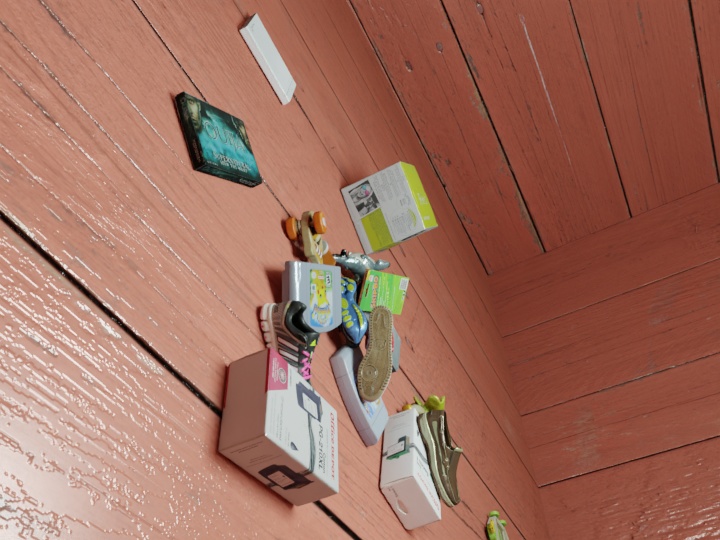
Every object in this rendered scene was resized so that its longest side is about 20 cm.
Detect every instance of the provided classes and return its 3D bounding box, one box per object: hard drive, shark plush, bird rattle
[{"bbox_3d":[-0.228,-0.530,1.587,0.202,0.026,0.133,58,20,-29],"label":"hard drive"},{"bbox_3d":[0.000,0.000,1.533,0.199,0.089,0.085,35,57,-51],"label":"shark plush"},{"bbox_3d":[0.151,0.410,1.574,0.162,0.111,0.204,27,56,-48],"label":"bird rattle"},{"bbox_3d":[0.044,0.141,1.607,0.202,0.032,0.140,61,19,-23],"label":"hard drive"}]

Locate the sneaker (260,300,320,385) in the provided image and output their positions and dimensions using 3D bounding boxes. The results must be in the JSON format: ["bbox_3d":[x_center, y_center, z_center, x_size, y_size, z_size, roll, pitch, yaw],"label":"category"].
[{"bbox_3d":[-0.104,0.141,1.072,0.074,0.086,0.204,11,59,-69],"label":"sneaker"}]

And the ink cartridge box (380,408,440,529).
[{"bbox_3d":[0.112,0.432,1.385,0.148,0.083,0.201,60,19,-25],"label":"ink cartridge box"}]

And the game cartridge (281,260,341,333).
[{"bbox_3d":[-0.090,0.054,1.235,0.199,0.040,0.137,5,86,-66],"label":"game cartridge"}]

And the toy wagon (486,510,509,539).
[{"bbox_3d":[0.421,0.820,1.933,0.201,0.039,0.157,54,22,-37],"label":"toy wagon"}]

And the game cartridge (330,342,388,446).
[{"bbox_3d":[0.000,0.258,1.337,0.133,0.041,0.204,-42,110,-76],"label":"game cartridge"}]

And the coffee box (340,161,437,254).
[{"bbox_3d":[0.090,-0.180,1.845,0.204,0.195,0.199,68,18,1],"label":"coffee box"}]

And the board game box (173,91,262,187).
[{"bbox_3d":[-0.255,-0.233,1.156,0.199,0.028,0.138,4,66,-71],"label":"board game box"}]

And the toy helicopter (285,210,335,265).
[{"bbox_3d":[-0.094,-0.026,1.362,0.132,0.077,0.205,2,78,-81],"label":"toy helicopter"}]

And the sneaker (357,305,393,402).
[{"bbox_3d":[0.035,0.189,1.348,0.113,0.070,0.204,89,11,-66],"label":"sneaker"}]

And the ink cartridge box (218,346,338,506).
[{"bbox_3d":[-0.113,0.235,0.939,0.201,0.083,0.147,53,24,-40],"label":"ink cartridge box"}]

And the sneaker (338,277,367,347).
[{"bbox_3d":[-0.035,0.087,1.387,0.201,0.069,0.084,-111,-156,-48],"label":"sneaker"}]

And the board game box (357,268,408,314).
[{"bbox_3d":[0.054,0.053,1.542,0.199,0.029,0.098,11,93,-60],"label":"board game box"}]

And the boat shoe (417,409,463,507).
[{"bbox_3d":[0.188,0.404,1.378,0.075,0.074,0.206,17,53,-68],"label":"boat shoe"}]
